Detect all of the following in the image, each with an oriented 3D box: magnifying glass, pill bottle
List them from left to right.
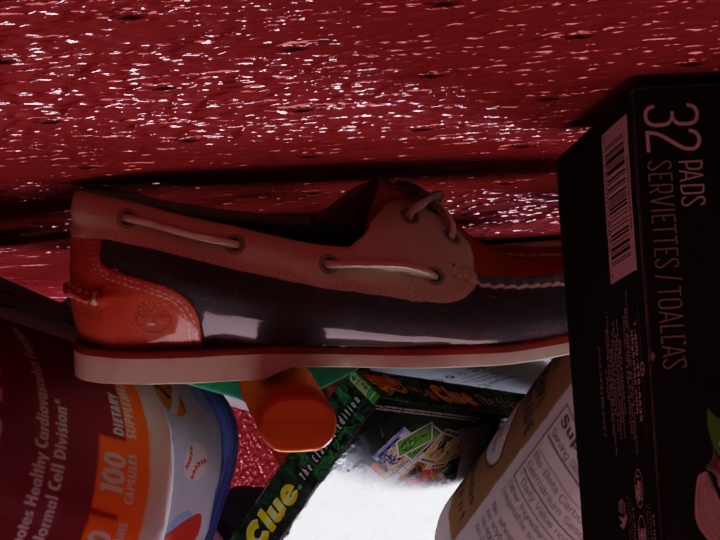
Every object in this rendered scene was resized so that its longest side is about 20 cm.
[{"bbox_3d":[-0.171,0.059,0.970,0.200,0.115,0.114,20,161,-39],"label":"pill bottle"},{"bbox_3d":[-0.032,0.036,1.027,0.079,0.022,0.200,-1,-174,-7],"label":"magnifying glass"},{"bbox_3d":[0.119,0.063,1.094,0.114,0.115,0.200,0,139,-37],"label":"pill bottle"}]

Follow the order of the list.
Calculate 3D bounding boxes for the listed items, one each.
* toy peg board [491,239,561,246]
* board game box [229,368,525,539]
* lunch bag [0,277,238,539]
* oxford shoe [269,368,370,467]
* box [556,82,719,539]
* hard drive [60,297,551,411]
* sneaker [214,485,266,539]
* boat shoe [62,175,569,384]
[{"bbox_3d":[0.066,0.043,1.380,0.199,0.098,0.199,-5,176,6],"label":"toy peg board"},{"bbox_3d":[0.026,0.093,1.176,0.023,0.105,0.200,40,-166,29],"label":"board game box"},{"bbox_3d":[-0.152,0.087,1.137,0.200,0.161,0.075,21,-172,31],"label":"lunch bag"},{"bbox_3d":[0.001,0.076,1.213,0.072,0.071,0.200,-22,154,-12],"label":"oxford shoe"},{"bbox_3d":[0.168,0.023,0.844,0.199,0.149,0.124,-3,174,-7],"label":"box"},{"bbox_3d":[-0.009,0.031,1.210,0.132,0.027,0.200,-20,153,39],"label":"hard drive"},{"bbox_3d":[0.001,0.113,1.377,0.070,0.109,0.200,-22,-148,-39],"label":"sneaker"},{"bbox_3d":[0.000,0.000,0.976,0.199,0.063,0.071,-3,-173,-12],"label":"boat shoe"}]
